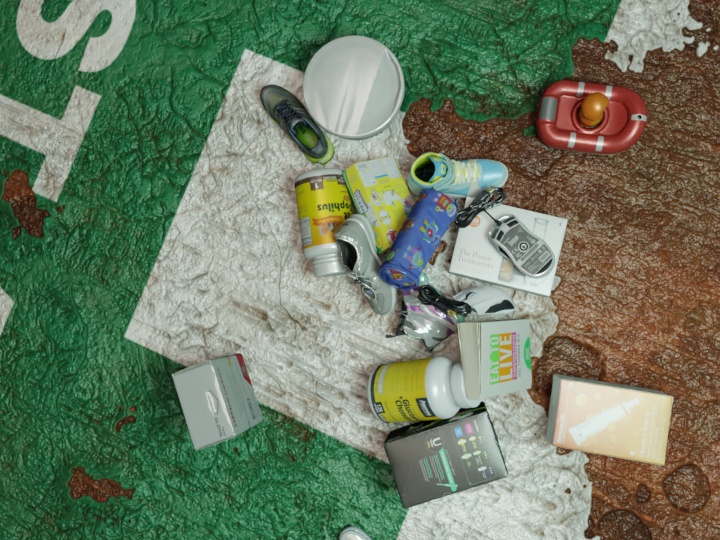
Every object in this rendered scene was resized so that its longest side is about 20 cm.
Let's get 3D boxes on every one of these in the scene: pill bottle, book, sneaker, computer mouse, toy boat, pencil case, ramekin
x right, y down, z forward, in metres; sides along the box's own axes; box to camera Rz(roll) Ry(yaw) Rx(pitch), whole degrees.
[{"bbox_3d":[0.119,0.220,1.309,0.199,0.112,0.113,-13,84,35],"label":"pill bottle"},{"bbox_3d":[0.252,0.159,1.295,0.048,0.199,0.135,-5,86,39],"label":"book"},{"bbox_3d":[0.185,-0.183,1.351,0.198,0.131,0.080,-6,84,7],"label":"sneaker"},{"bbox_3d":[0.000,0.000,1.331,0.074,0.082,0.202,-7,112,47],"label":"sneaker"},{"bbox_3d":[0.210,0.051,1.309,0.109,0.199,0.044,23,109,48],"label":"computer mouse"},{"bbox_3d":[0.434,-0.294,1.324,0.198,0.131,0.132,9,88,8],"label":"toy boat"},{"bbox_3d":[0.279,-0.061,1.328,0.109,0.044,0.200,-41,76,-2],"label":"computer mouse"},{"bbox_3d":[0.090,0.072,1.375,0.140,0.078,0.200,-43,82,2],"label":"sneaker"},{"bbox_3d":[-0.130,-0.303,1.424,0.074,0.081,0.200,-45,82,3],"label":"sneaker"},{"bbox_3d":[-0.066,-0.092,1.389,0.108,0.109,0.202,-9,86,7],"label":"pill bottle"},{"bbox_3d":[0.017,0.591,1.356,0.073,0.071,0.201,-28,84,5],"label":"sneaker"},{"bbox_3d":[0.109,-0.056,1.308,0.087,0.078,0.201,42,64,-25],"label":"pencil case"},{"bbox_3d":[-0.009,-0.352,1.405,0.200,0.094,0.205,-1,86,8],"label":"ramekin"}]

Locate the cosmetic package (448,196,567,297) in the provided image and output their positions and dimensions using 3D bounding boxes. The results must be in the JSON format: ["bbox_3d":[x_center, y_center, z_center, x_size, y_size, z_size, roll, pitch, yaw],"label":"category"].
[{"bbox_3d":[0.284,-0.045,1.371,0.198,0.052,0.152,13,86,8],"label":"cosmetic package"}]

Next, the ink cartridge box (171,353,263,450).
[{"bbox_3d":[-0.268,0.244,1.350,0.082,0.200,0.147,-20,84,6],"label":"ink cartridge box"}]

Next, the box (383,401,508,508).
[{"bbox_3d":[0.159,0.338,1.314,0.198,0.149,0.126,-19,84,5],"label":"box"}]

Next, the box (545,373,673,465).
[{"bbox_3d":[0.454,0.271,1.305,0.198,0.097,0.126,8,88,8],"label":"box"}]

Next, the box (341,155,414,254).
[{"bbox_3d":[0.054,-0.117,1.374,0.048,0.117,0.202,-32,79,48],"label":"box"}]
